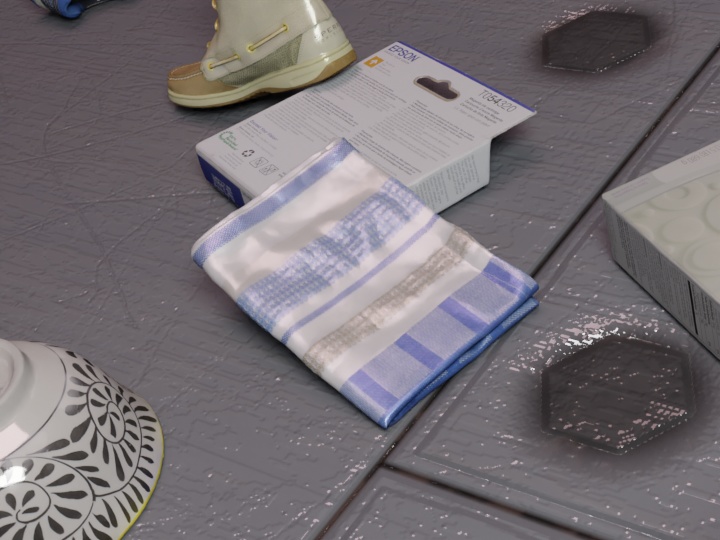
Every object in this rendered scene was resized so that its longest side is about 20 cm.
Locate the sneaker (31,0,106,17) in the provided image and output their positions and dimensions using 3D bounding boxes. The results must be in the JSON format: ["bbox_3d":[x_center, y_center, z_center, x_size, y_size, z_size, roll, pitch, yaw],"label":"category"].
[{"bbox_3d":[-0.250,-0.325,1.448,0.200,0.077,0.085,-38,50,-14],"label":"sneaker"}]

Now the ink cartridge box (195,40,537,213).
[{"bbox_3d":[0.003,-0.092,1.048,0.200,0.043,0.196,-28,36,-18],"label":"ink cartridge box"}]

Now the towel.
[{"bbox_3d":[0.000,0.000,0.900,0.147,0.024,0.200,-37,57,-21],"label":"towel"}]

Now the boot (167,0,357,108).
[{"bbox_3d":[-0.108,-0.221,1.145,0.200,0.155,0.072,-5,25,41],"label":"boot"}]

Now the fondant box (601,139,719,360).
[{"bbox_3d":[0.257,-0.008,0.817,0.144,0.058,0.200,-25,38,-9],"label":"fondant box"}]

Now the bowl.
[{"bbox_3d":[-0.231,0.105,0.848,0.200,0.094,0.201,-12,37,9],"label":"bowl"}]
